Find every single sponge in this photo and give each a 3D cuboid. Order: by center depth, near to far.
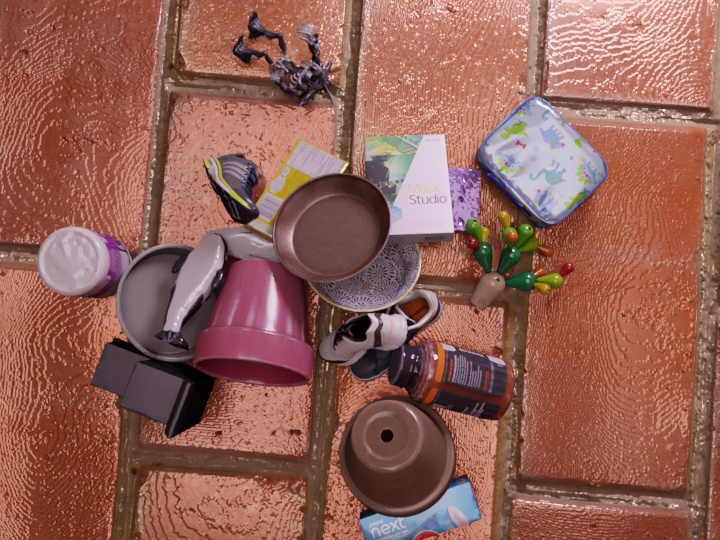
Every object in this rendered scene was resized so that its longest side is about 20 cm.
[{"bbox_3d":[0.111,-0.126,1.487,0.199,0.030,0.112,4,86,3],"label":"sponge"}]

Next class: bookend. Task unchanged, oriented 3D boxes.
[{"bbox_3d":[-0.363,0.189,1.400,0.198,0.200,0.093,20,87,2],"label":"bookend"}]

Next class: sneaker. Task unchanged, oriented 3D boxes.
[{"bbox_3d":[-0.013,0.107,1.408,0.080,0.200,0.074,16,62,-36],"label":"sneaker"},{"bbox_3d":[-0.207,-0.150,1.437,0.081,0.074,0.200,-26,43,-10],"label":"sneaker"},{"bbox_3d":[0.052,0.105,1.445,0.200,0.079,0.078,-45,66,-3],"label":"sneaker"},{"bbox_3d":[-0.179,-0.039,1.472,0.199,0.076,0.081,-2,92,2],"label":"sneaker"}]

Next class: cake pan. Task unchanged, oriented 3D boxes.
[{"bbox_3d":[-0.322,0.055,1.445,0.199,0.037,0.201,3,83,-30],"label":"cake pan"}]

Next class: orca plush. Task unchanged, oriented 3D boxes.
[{"bbox_3d":[-0.266,0.041,1.417,0.105,0.071,0.201,-2,63,23],"label":"orca plush"}]

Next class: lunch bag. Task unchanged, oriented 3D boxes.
[{"bbox_3d":[0.308,-0.183,1.458,0.161,0.082,0.200,-44,86,-2],"label":"lunch bag"}]

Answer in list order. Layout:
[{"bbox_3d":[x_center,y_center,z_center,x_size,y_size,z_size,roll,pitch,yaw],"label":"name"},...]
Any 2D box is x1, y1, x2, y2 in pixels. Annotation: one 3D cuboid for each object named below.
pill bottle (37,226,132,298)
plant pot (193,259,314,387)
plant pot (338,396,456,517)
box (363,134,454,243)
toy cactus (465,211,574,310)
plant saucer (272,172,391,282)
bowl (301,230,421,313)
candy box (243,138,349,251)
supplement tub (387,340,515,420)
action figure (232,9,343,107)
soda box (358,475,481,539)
[{"bbox_3d":[-0.450,-0.010,1.413,0.112,0.200,0.113,0,87,1],"label":"pill bottle"},{"bbox_3d":[-0.169,0.086,1.414,0.199,0.200,0.180,5,71,2],"label":"plant pot"},{"bbox_3d":[0.053,0.284,1.367,0.199,0.175,0.201,-4,65,8],"label":"plant pot"},{"bbox_3d":[0.080,-0.140,1.438,0.144,0.036,0.201,-3,62,-1],"label":"box"},{"bbox_3d":[0.251,-0.002,1.446,0.199,0.102,0.165,29,104,-16],"label":"toy cactus"},{"bbox_3d":[-0.044,-0.065,1.379,0.199,0.037,0.201,-6,63,12],"label":"plant saucer"},{"bbox_3d":[0.000,0.000,1.438,0.200,0.094,0.202,1,62,-2],"label":"bowl"},{"bbox_3d":[-0.109,-0.131,1.459,0.102,0.026,0.200,29,64,3],"label":"candy box"},{"bbox_3d":[0.149,0.179,1.408,0.199,0.107,0.107,16,87,-14],"label":"supplement tub"},{"bbox_3d":[-0.123,-0.366,1.474,0.199,0.102,0.119,30,77,5],"label":"action figure"},{"bbox_3d":[0.101,0.418,1.440,0.199,0.064,0.068,-19,86,1],"label":"soda box"}]
